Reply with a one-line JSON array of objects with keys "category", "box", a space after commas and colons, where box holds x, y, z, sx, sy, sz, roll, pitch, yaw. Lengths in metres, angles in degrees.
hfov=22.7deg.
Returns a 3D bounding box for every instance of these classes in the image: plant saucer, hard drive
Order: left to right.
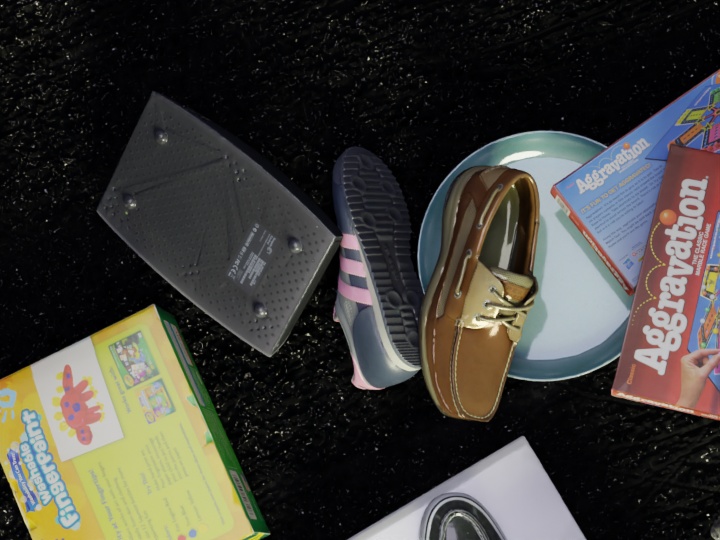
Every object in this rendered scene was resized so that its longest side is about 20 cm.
[{"category": "hard drive", "box": [-0.110, -0.040, 1.436, 0.200, 0.042, 0.135, 38, 117, 19]}, {"category": "hard drive", "box": [0.073, 0.234, 1.380, 0.200, 0.026, 0.132, -29, 80, -9]}, {"category": "plant saucer", "box": [0.146, -0.011, 1.429, 0.200, 0.027, 0.201, -2, 80, 9]}]

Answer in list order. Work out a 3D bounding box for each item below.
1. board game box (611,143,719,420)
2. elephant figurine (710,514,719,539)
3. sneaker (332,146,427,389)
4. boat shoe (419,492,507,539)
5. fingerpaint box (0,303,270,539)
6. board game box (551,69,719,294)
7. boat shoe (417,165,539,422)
[{"category": "board game box", "box": [0.259, 0.009, 1.340, 0.103, 0.019, 0.200, 12, 74, 12]}, {"category": "elephant figurine", "box": [0.360, 0.130, 1.315, 0.199, 0.155, 0.142, 10, 105, 1]}, {"category": "sneaker", "box": [0.000, 0.000, 1.432, 0.082, 0.070, 0.200, -36, 55, 42]}, {"category": "boat shoe", "box": [0.090, 0.260, 1.327, 0.073, 0.068, 0.200, -8, 78, -4]}, {"category": "fingerpaint box", "box": [-0.190, 0.155, 1.431, 0.167, 0.073, 0.200, -27, 78, 3]}, {"category": "board game box", "box": [0.258, -0.078, 1.399, 0.200, 0.019, 0.103, -34, 79, -10]}, {"category": "boat shoe", "box": [0.096, 0.014, 1.368, 0.076, 0.074, 0.201, 10, 81, -32]}]
